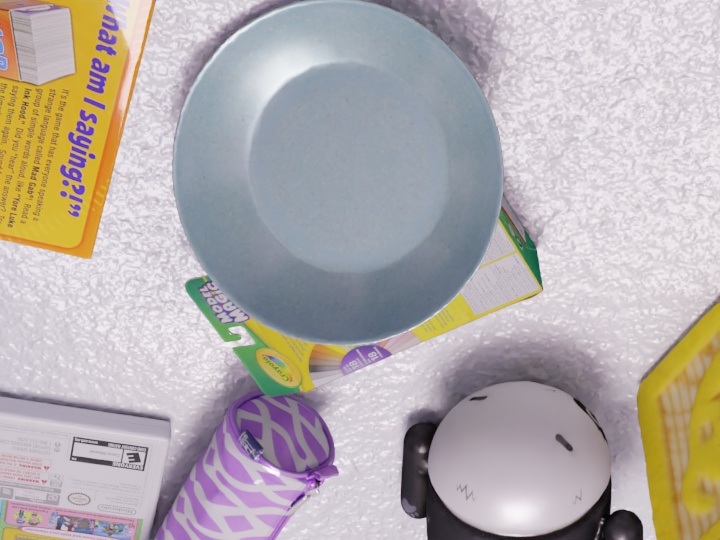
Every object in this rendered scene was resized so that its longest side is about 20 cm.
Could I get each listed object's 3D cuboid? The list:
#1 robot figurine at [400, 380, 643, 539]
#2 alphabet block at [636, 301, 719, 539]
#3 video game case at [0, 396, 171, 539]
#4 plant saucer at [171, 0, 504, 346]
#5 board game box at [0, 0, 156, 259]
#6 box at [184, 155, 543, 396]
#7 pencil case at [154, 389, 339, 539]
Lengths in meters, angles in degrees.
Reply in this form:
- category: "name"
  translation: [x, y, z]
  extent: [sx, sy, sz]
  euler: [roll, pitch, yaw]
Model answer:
- category: "robot figurine"
  translation: [0.105, 0.166, 1.368]
  extent: [0.149, 0.125, 0.201]
  euler: [-5, 128, -3]
- category: "alphabet block"
  translation: [0.311, 0.118, 1.281]
  extent: [0.199, 0.197, 0.196]
  euler: [27, 122, -19]
- category: "video game case"
  translation: [-0.242, 0.160, 1.429]
  extent: [0.199, 0.022, 0.183]
  euler: [9, 127, -8]
- category: "plant saucer"
  translation: [-0.011, -0.058, 1.208]
  extent: [0.200, 0.039, 0.203]
  euler: [2, 99, 14]
- category: "board game box"
  translation: [-0.205, -0.161, 1.061]
  extent: [0.198, 0.200, 0.201]
  euler: [13, 127, -10]
- category: "box"
  translation: [0.000, 0.000, 1.285]
  extent: [0.199, 0.049, 0.118]
  euler: [-24, 124, 15]
- category: "pencil case"
  translation: [-0.084, 0.169, 1.393]
  extent: [0.085, 0.084, 0.200]
  euler: [42, 127, 15]
